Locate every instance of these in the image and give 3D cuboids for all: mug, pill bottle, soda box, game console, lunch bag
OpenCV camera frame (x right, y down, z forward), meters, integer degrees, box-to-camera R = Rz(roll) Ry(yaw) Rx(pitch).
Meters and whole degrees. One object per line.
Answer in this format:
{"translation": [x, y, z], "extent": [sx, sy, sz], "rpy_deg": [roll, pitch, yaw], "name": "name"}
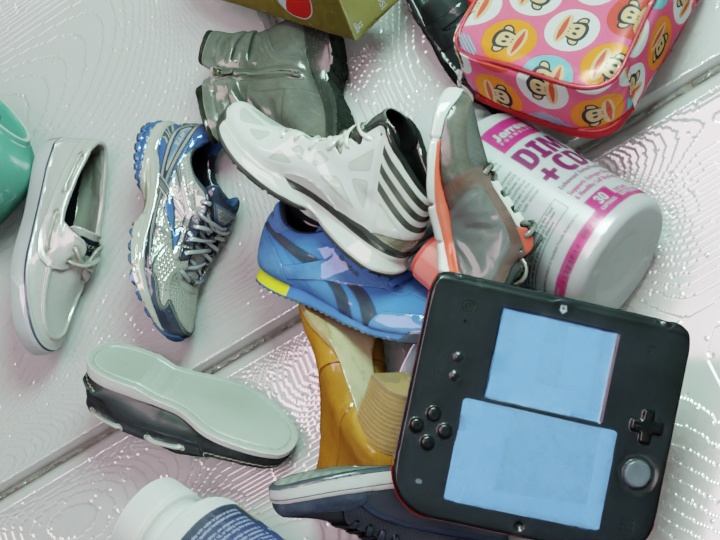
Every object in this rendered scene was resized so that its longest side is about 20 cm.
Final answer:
{"translation": [-0.362, -0.098, 1.718], "extent": [0.114, 0.152, 0.185], "rpy_deg": [-45, 52, 7], "name": "mug"}
{"translation": [0.128, -0.053, 1.499], "extent": [0.199, 0.113, 0.114], "rpy_deg": [34, 94, 28], "name": "pill bottle"}
{"translation": [-0.105, 0.254, 1.541], "extent": [0.199, 0.111, 0.111], "rpy_deg": [32, 93, 27], "name": "pill bottle"}
{"translation": [-0.063, -0.261, 1.630], "extent": [0.199, 0.068, 0.064], "rpy_deg": [23, 59, 41], "name": "soda box"}
{"translation": [0.130, 0.106, 1.388], "extent": [0.198, 0.031, 0.178], "rpy_deg": [13, 91, -6], "name": "game console"}
{"translation": [0.162, -0.212, 1.506], "extent": [0.175, 0.082, 0.201], "rpy_deg": [21, 64, 26], "name": "lunch bag"}

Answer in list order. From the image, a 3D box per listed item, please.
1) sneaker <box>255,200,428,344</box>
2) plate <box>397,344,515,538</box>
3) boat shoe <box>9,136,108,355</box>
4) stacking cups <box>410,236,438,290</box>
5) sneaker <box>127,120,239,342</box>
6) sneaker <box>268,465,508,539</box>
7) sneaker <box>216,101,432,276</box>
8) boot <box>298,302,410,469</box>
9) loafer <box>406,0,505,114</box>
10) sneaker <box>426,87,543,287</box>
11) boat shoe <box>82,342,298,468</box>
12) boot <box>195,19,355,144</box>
{"translation": [0.000, 0.000, 1.538], "extent": [0.199, 0.066, 0.079], "rpy_deg": [23, 109, 29], "name": "sneaker"}
{"translation": [0.118, 0.113, 1.516], "extent": [0.199, 0.026, 0.202], "rpy_deg": [-6, 77, 24], "name": "plate"}
{"translation": [-0.262, -0.024, 1.707], "extent": [0.065, 0.072, 0.202], "rpy_deg": [-3, 69, 29], "name": "boat shoe"}
{"translation": [0.123, 0.049, 1.474], "extent": [0.200, 0.060, 0.061], "rpy_deg": [41, 97, 23], "name": "stacking cups"}
{"translation": [-0.150, -0.040, 1.653], "extent": [0.085, 0.077, 0.202], "rpy_deg": [-8, 75, 19], "name": "sneaker"}
{"translation": [0.028, 0.217, 1.431], "extent": [0.077, 0.201, 0.148], "rpy_deg": [172, 98, -67], "name": "sneaker"}
{"translation": [-0.017, -0.098, 1.504], "extent": [0.200, 0.076, 0.116], "rpy_deg": [39, 117, 16], "name": "sneaker"}
{"translation": [-0.019, 0.116, 1.556], "extent": [0.201, 0.070, 0.145], "rpy_deg": [51, 130, 52], "name": "boot"}
{"translation": [0.077, -0.212, 1.584], "extent": [0.068, 0.070, 0.201], "rpy_deg": [-36, 66, 14], "name": "loafer"}
{"translation": [0.096, -0.039, 1.424], "extent": [0.081, 0.077, 0.202], "rpy_deg": [-5, 98, 12], "name": "sneaker"}
{"translation": [-0.145, 0.125, 1.620], "extent": [0.199, 0.076, 0.061], "rpy_deg": [25, 128, 19], "name": "boat shoe"}
{"translation": [-0.073, -0.127, 1.634], "extent": [0.130, 0.068, 0.202], "rpy_deg": [-13, 64, 15], "name": "boot"}
